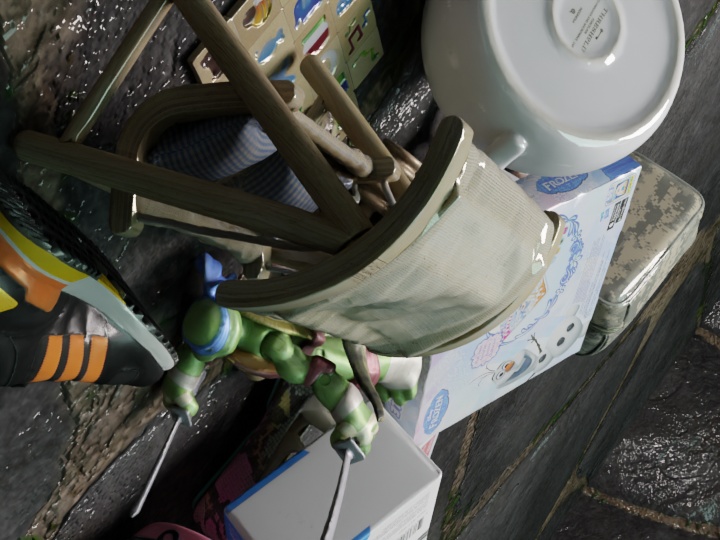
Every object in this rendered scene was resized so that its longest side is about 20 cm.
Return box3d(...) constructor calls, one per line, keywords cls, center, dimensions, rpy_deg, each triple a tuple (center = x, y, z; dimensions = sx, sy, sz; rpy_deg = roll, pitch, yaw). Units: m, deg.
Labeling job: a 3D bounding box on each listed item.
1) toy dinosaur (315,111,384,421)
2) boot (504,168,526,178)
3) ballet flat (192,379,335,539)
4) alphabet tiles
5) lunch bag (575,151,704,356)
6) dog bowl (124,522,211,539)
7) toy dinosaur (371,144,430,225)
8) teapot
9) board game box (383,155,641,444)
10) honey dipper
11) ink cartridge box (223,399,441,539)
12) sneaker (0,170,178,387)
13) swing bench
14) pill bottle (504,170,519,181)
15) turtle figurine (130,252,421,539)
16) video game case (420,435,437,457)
box3d(cls="toy dinosaur", center=(0.000, 0.000, 0.809), dimensions=(0.047, 0.203, 0.088), rpy_deg=(-25, 163, 29))
box3d(cls="boot", center=(0.187, -0.127, 1.199), dimensions=(0.186, 0.064, 0.202), rpy_deg=(-33, 144, -51))
box3d(cls="ballet flat", center=(-0.054, 0.131, 0.998), dimensions=(0.201, 0.071, 0.069), rpy_deg=(-57, 161, -2))
box3d(cls="alphabet tiles", center=(-0.046, -0.109, 0.773), dimensions=(0.167, 0.006, 0.200), rpy_deg=(-52, 159, -13))
box3d(cls="lunch bag", center=(0.282, -0.010, 1.453), dimensions=(0.200, 0.139, 0.168), rpy_deg=(-48, 157, -21))
box3d(cls="dog bowl", center=(-0.107, 0.258, 0.894), dimensions=(0.074, 0.198, 0.201), rpy_deg=(-52, 160, -30))
box3d(cls="toy dinosaur", center=(0.058, -0.045, 0.984), dimensions=(0.200, 0.102, 0.077), rpy_deg=(-47, 148, -1))
box3d(cls="teapot", center=(0.114, -0.147, 0.880), dimensions=(0.198, 0.200, 0.146), rpy_deg=(-13, 177, -28))
box3d(cls="board game box", center=(0.113, 0.019, 0.980), dimensions=(0.198, 0.043, 0.202), rpy_deg=(-26, 142, -33))
box3d(cls="honey dipper", center=(-0.024, -0.004, 0.932), dimensions=(0.201, 0.038, 0.038), rpy_deg=(-55, 159, 2))
box3d(cls="ink cartridge box", center=(-0.024, 0.211, 0.975), dimensions=(0.145, 0.084, 0.201), rpy_deg=(-34, 155, -24))
box3d(cls="sneaker", center=(-0.163, 0.026, 0.636), dimensions=(0.090, 0.070, 0.200), rpy_deg=(-39, 157, -4))
box3d(cls="swing bench", center=(-0.023, -0.038, 0.635), dimensions=(0.131, 0.199, 0.199), rpy_deg=(-56, 156, 3))
box3d(cls="pill bottle", center=(0.088, 0.012, 1.094), dimensions=(0.202, 0.110, 0.111), rpy_deg=(-61, 159, 10))
box3d(cls="turtle figurine", center=(-0.052, 0.088, 0.832), dimensions=(0.143, 0.203, 0.193), rpy_deg=(-25, 166, 31))
box3d(cls="video game case", center=(0.013, 0.271, 1.421), dimensions=(0.199, 0.017, 0.144), rpy_deg=(-37, 152, -42))
